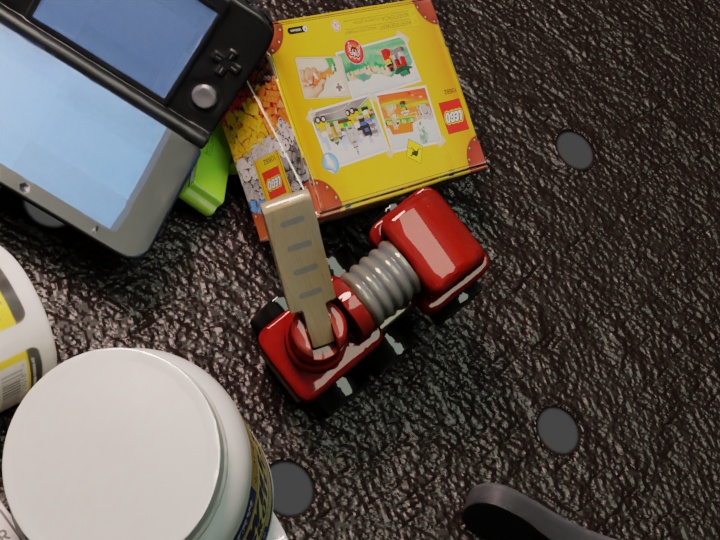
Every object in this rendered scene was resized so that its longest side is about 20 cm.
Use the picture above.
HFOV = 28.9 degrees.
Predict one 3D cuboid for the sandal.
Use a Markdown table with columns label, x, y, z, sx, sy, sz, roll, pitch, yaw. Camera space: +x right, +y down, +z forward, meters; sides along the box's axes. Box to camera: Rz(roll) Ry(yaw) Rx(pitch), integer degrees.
| label | x | y | z | sx | sy | sz | roll | pitch | yaw |
| --- | --- | --- | --- | --- | --- | --- | --- | --- | --- |
| sandal | 0.165 | 0.227 | 1.057 | 0.198 | 0.076 | 0.043 | 24 | 54 | 1 |

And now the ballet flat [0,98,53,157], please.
| label | x | y | z | sx | sy | sz | roll | pitch | yaw |
| --- | --- | --- | --- | --- | --- | --- | --- | --- | --- |
| ballet flat | -0.230 | -0.102 | 1.035 | 0.199 | 0.072 | 0.072 | -30 | 79 | -35 |

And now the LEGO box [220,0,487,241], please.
| label | x | y | z | sx | sy | sz | roll | pitch | yaw |
| --- | --- | --- | --- | --- | --- | --- | --- | --- | --- |
| LEGO box | -0.008 | -0.123 | 1.107 | 0.199 | 0.077 | 0.151 | -18 | 89 | -43 |

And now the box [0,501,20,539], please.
| label | x | y | z | sx | sy | sz | roll | pitch | yaw |
| --- | --- | --- | --- | --- | --- | --- | --- | --- | --- |
| box | -0.195 | 0.248 | 0.848 | 0.060 | 0.117 | 0.201 | -34 | 81 | -33 |

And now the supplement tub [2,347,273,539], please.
| label | x | y | z | sx | sy | sz | roll | pitch | yaw |
| --- | --- | --- | --- | --- | --- | --- | --- | --- | --- |
| supplement tub | -0.130 | 0.130 | 0.845 | 0.142 | 0.200 | 0.147 | -1 | 74 | 2 |

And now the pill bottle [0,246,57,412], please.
| label | x | y | z | sx | sy | sz | roll | pitch | yaw |
| --- | --- | --- | --- | --- | --- | --- | --- | --- | --- |
| pill bottle | -0.305 | 0.067 | 0.892 | 0.199 | 0.111 | 0.112 | -28 | 78 | -34 |

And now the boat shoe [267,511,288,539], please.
| label | x | y | z | sx | sy | sz | roll | pitch | yaw |
| --- | --- | --- | --- | --- | --- | --- | --- | --- | --- |
| boat shoe | -0.095 | 0.170 | 0.972 | 0.056 | 0.069 | 0.201 | -27 | 76 | -15 |

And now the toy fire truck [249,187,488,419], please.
| label | x | y | z | sx | sy | sz | roll | pitch | yaw |
| --- | --- | --- | --- | --- | --- | --- | --- | --- | --- |
| toy fire truck | 0.000 | 0.000 | 0.994 | 0.175 | 0.200 | 0.129 | -38 | 84 | -10 |

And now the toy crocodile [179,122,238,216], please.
| label | x | y | z | sx | sy | sz | roll | pitch | yaw |
| --- | --- | --- | --- | --- | --- | --- | --- | --- | --- |
| toy crocodile | -0.123 | -0.139 | 1.116 | 0.067 | 0.061 | 0.203 | 30 | 55 | -48 |

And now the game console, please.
| label | x | y | z | sx | sy | sz | roll | pitch | yaw |
| --- | --- | --- | --- | --- | --- | --- | --- | --- | --- |
| game console | -0.187 | -0.140 | 0.976 | 0.199 | 0.171 | 0.119 | 31 | 34 | -14 |
